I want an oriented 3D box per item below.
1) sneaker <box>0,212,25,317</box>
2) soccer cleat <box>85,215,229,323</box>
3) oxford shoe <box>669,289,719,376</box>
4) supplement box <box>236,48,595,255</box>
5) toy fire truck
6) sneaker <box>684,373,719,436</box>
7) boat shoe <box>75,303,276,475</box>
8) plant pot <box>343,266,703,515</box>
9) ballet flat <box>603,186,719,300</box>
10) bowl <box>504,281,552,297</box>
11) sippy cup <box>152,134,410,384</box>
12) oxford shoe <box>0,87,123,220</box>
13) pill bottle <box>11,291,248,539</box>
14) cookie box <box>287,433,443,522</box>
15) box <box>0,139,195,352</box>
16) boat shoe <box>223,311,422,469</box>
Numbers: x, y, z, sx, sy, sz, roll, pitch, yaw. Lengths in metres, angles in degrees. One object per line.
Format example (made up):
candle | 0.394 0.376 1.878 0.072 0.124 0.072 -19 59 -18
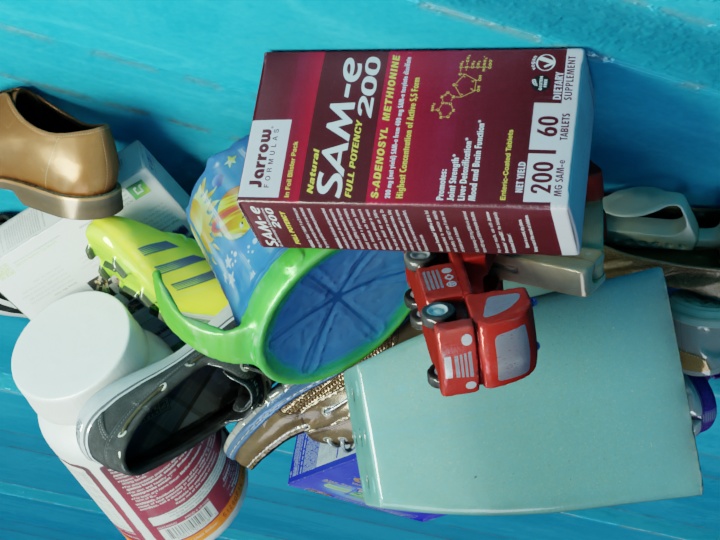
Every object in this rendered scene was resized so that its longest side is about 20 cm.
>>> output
sneaker | -0.233 0.005 1.393 0.197 0.074 0.112 5 161 11
soccer cleat | -0.109 0.005 1.231 0.200 0.084 0.064 37 173 -37
oxford shoe | 0.284 0.042 1.259 0.199 0.058 0.075 -4 -164 -42
supplement box | 0.035 -0.071 1.050 0.197 0.110 0.061 1 153 16
toy fire truck | 0.095 -0.002 1.071 0.139 0.201 0.049 -10 119 -3
sneaker | 0.239 0.063 1.311 0.082 0.082 0.200 -6 -161 2
boat shoe | -0.094 0.075 1.181 0.066 0.199 0.071 28 137 48
plant pot | 0.095 0.091 1.140 0.197 0.143 0.141 -10 175 -8
ballet flat | 0.222 -0.024 1.193 0.197 0.068 0.073 9 143 9
bowl | 0.109 0.065 1.312 0.198 0.106 0.201 -8 167 -2
sippy cup | -0.044 -0.018 1.158 0.177 0.131 0.140 3 128 -48
oxford shoe | -0.244 -0.092 1.181 0.198 0.072 0.071 13 -155 21
pill bottle | -0.163 0.110 1.265 0.108 0.110 0.201 -1 142 23
cookie box | 0.048 0.184 1.757 0.170 0.076 0.200 18 157 -24
box | -0.161 0.010 1.273 0.143 0.037 0.200 -30 134 10
boat shoe | -0.013 0.088 1.246 0.200 0.073 0.072 -41 179 24
